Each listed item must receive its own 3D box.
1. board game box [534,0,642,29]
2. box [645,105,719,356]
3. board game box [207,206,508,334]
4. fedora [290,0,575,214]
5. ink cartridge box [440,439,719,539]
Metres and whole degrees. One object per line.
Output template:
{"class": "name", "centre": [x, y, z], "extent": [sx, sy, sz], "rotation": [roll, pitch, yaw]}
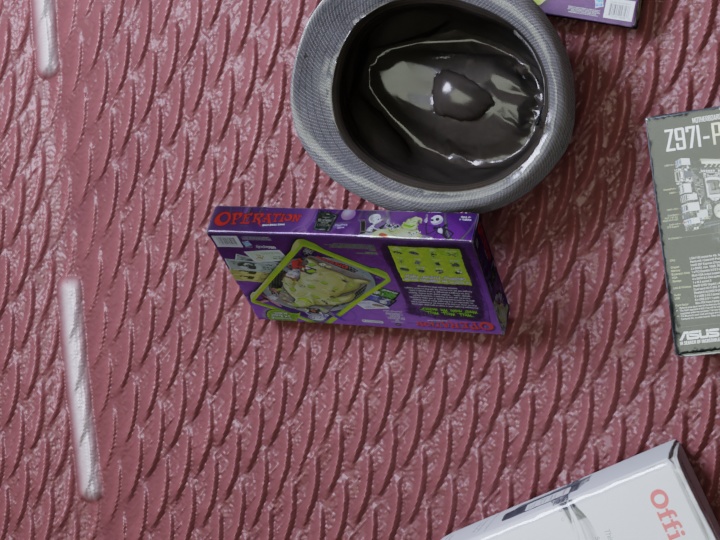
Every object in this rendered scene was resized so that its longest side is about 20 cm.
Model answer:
{"class": "board game box", "centre": [0.114, -0.250, 0.976], "extent": [0.199, 0.032, 0.121], "rotation": [13, 101, 16]}
{"class": "box", "centre": [0.302, -0.036, 0.898], "extent": [0.199, 0.086, 0.164], "rotation": [-8, 91, 18]}
{"class": "board game box", "centre": [0.000, 0.000, 0.980], "extent": [0.199, 0.120, 0.032], "rotation": [3, 53, 20]}
{"class": "fedora", "centre": [0.056, -0.129, 0.968], "extent": [0.199, 0.090, 0.178], "rotation": [10, 99, 8]}
{"class": "ink cartridge box", "centre": [0.167, 0.228, 0.959], "extent": [0.199, 0.083, 0.146], "rotation": [-26, 85, 17]}
